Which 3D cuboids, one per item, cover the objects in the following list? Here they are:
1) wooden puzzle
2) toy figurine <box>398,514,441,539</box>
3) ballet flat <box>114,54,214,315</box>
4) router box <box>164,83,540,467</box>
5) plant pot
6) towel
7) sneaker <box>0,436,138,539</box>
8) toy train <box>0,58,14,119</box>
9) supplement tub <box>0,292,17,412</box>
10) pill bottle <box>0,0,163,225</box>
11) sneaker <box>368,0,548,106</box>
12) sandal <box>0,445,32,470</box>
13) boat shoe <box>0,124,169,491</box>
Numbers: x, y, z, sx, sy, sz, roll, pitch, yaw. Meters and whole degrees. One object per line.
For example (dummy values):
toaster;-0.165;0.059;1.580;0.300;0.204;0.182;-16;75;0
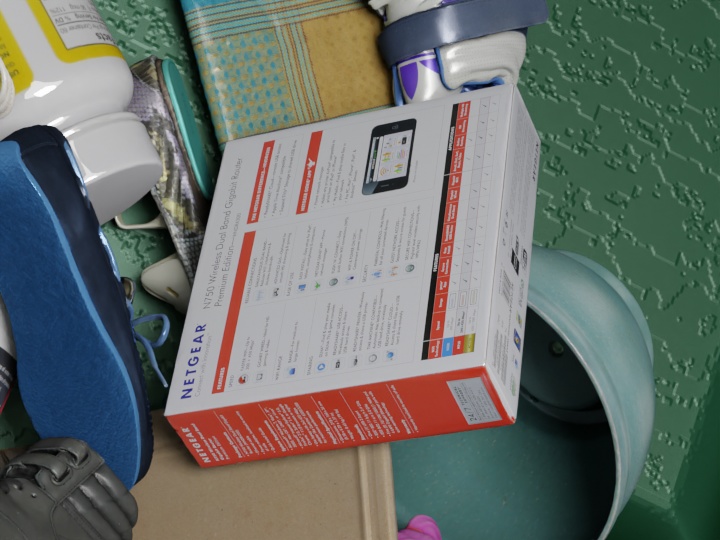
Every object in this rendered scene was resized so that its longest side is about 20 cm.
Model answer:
wooden puzzle;-0.064;0.160;1.032;0.183;0.037;0.202;-12;63;18
toy figurine;0.036;0.198;1.081;0.199;0.150;0.185;-10;67;-48
ballet flat;-0.105;-0.024;1.156;0.072;0.072;0.202;-22;88;-21
router box;0.000;0.000;1.049;0.049;0.178;0.201;60;30;-42
plant pot;0.093;0.066;1.151;0.134;0.200;0.201;-33;93;-48
towel;-0.038;-0.140;1.209;0.146;0.022;0.202;-12;86;-29
sneaker;-0.187;0.115;0.981;0.200;0.070;0.100;44;50;-38
toy train;-0.265;-0.139;1.029;0.055;0.150;0.201;-21;74;-42
supplement tub;-0.260;0.062;1.037;0.139;0.140;0.201;27;73;-13
pill bottle;-0.197;-0.120;1.092;0.114;0.114;0.201;-26;80;-22
sneaker;0.027;-0.171;1.185;0.199;0.080;0.148;22;61;-39
sandal;-0.139;0.137;1.113;0.198;0.055;0.082;-9;69;-22
boat shoe;-0.139;0.020;1.018;0.069;0.083;0.202;-53;140;-56
